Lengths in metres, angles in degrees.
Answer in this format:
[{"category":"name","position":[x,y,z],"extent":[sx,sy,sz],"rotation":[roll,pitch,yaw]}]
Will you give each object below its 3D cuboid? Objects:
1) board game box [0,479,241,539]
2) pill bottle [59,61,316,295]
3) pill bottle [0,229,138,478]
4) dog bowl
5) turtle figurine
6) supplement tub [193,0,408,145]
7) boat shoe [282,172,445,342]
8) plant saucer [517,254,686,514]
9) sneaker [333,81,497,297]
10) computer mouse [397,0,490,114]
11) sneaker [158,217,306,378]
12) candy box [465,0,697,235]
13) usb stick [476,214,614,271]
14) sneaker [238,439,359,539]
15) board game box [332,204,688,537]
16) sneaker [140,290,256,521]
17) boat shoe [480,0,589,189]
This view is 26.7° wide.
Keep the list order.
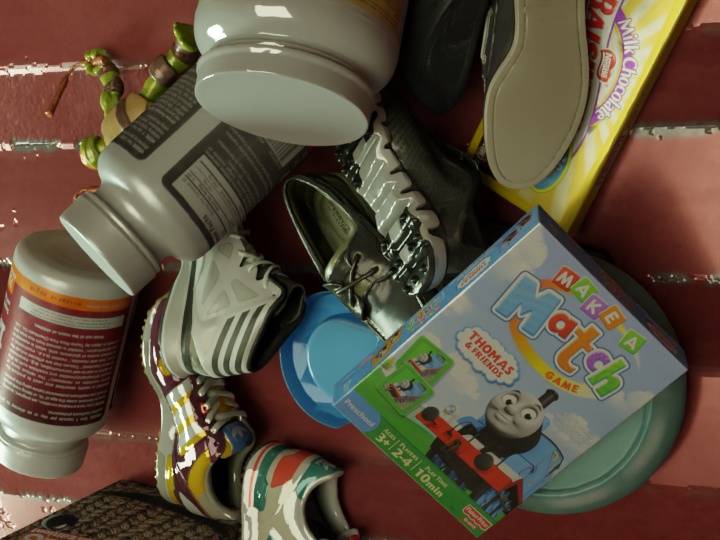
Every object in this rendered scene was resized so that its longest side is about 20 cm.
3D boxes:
[{"category":"board game box","position":[-0.205,0.268,1.286],"extent":[0.158,0.200,0.098],"rotation":[9,106,28]},{"category":"pill bottle","position":[-0.128,-0.079,1.148],"extent":[0.111,0.111,0.200],"rotation":[43,78,15]},{"category":"pill bottle","position":[-0.265,0.075,1.330],"extent":[0.112,0.113,0.202],"rotation":[26,112,23]},{"category":"dog bowl","position":[0.032,0.079,1.193],"extent":[0.199,0.049,0.112],"rotation":[17,109,26]},{"category":"turtle figurine","position":[-0.181,-0.119,1.259],"extent":[0.161,0.064,0.201],"rotation":[-33,52,26]},{"category":"supplement tub","position":[-0.036,-0.203,1.054],"extent":[0.144,0.145,0.202],"rotation":[2,72,30]},{"category":"boat shoe","position":[0.000,-0.001,1.131],"extent":[0.072,0.066,0.201],"rotation":[-57,48,28]},{"category":"plant saucer","position":[0.135,0.085,1.100],"extent":[0.198,0.027,0.202],"rotation":[3,102,16]},{"category":"sneaker","position":[0.041,-0.073,1.113],"extent":[0.067,0.090,0.201],"rotation":[-52,52,49]},{"category":"computer mouse","position":[0.059,-0.207,1.078],"extent":[0.052,0.139,0.201],"rotation":[6,123,-14]},{"category":"sneaker","position":[-0.089,-0.011,1.214],"extent":[0.114,0.076,0.202],"rotation":[1,78,25]},{"category":"candy box","position":[0.154,-0.134,1.086],"extent":[0.102,0.026,0.201],"rotation":[34,116,20]},{"category":"usb stick","position":[0.097,-0.012,1.144],"extent":[0.199,0.033,0.056],"rotation":[18,110,27]},{"category":"sneaker","position":[-0.048,0.246,1.264],"extent":[0.093,0.070,0.202],"rotation":[7,101,35]},{"category":"board game box","position":[0.102,0.074,1.054],"extent":[0.151,0.037,0.200],"rotation":[43,110,-13]},{"category":"sneaker","position":[-0.128,0.113,1.277],"extent":[0.090,0.075,0.202],"rotation":[13,116,39]},{"category":"boat shoe","position":[0.120,-0.160,1.066],"extent":[0.072,0.063,0.202],"rotation":[0,109,-12]}]
